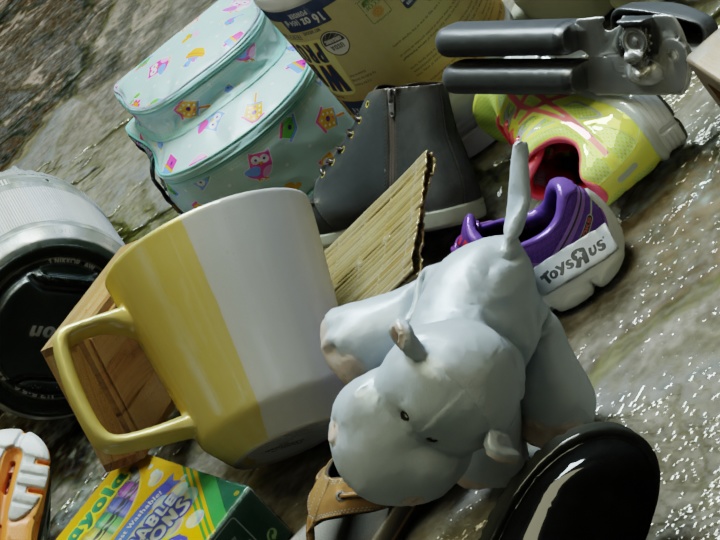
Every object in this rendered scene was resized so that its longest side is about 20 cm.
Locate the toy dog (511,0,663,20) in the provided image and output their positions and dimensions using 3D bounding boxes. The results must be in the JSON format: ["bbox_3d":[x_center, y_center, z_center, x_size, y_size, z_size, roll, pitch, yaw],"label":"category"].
[{"bbox_3d":[0.192,-0.281,1.709,0.194,0.139,0.201,112,-178,-54],"label":"toy dog"}]

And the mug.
[{"bbox_3d":[-0.090,0.055,1.520,0.186,0.154,0.149,-28,-15,15],"label":"mug"}]

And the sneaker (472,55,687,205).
[{"bbox_3d":[0.128,-0.091,1.546,0.090,0.078,0.200,-51,29,-13],"label":"sneaker"}]

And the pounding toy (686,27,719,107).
[{"bbox_3d":[0.265,-0.059,1.197,0.142,0.184,0.200,-41,27,2],"label":"pounding toy"}]

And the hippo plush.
[{"bbox_3d":[0.066,0.070,1.279,0.200,0.159,0.161,-40,13,22],"label":"hippo plush"}]

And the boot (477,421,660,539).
[{"bbox_3d":[0.108,0.185,1.160,0.212,0.079,0.158,-55,21,-2],"label":"boot"}]

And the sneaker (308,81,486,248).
[{"bbox_3d":[0.000,-0.077,1.643,0.199,0.107,0.075,-9,5,37],"label":"sneaker"}]

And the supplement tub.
[{"bbox_3d":[0.026,-0.185,1.681,0.144,0.200,0.145,-32,28,19],"label":"supplement tub"}]

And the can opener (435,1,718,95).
[{"bbox_3d":[0.144,-0.146,1.506,0.199,0.054,0.067,4,24,42],"label":"can opener"}]

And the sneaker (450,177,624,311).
[{"bbox_3d":[0.073,0.009,1.466,0.200,0.083,0.081,-38,27,9],"label":"sneaker"}]

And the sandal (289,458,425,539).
[{"bbox_3d":[0.009,0.132,1.401,0.200,0.055,0.082,-43,27,-1],"label":"sandal"}]

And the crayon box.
[{"bbox_3d":[-0.148,0.192,1.527,0.126,0.052,0.200,-52,28,-18],"label":"crayon box"}]

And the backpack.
[{"bbox_3d":[-0.096,-0.122,1.815,0.175,0.154,0.200,-37,33,-1],"label":"backpack"}]

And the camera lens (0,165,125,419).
[{"bbox_3d":[-0.259,0.016,1.811,0.160,0.160,0.200,-42,27,-1],"label":"camera lens"}]

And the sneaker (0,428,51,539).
[{"bbox_3d":[-0.261,0.217,1.626,0.077,0.078,0.201,96,-172,-61],"label":"sneaker"}]

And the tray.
[{"bbox_3d":[-0.163,0.055,1.634,0.037,0.099,0.200,-21,16,17],"label":"tray"}]

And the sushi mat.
[{"bbox_3d":[0.000,0.000,1.554,0.200,0.012,0.096,-42,32,54],"label":"sushi mat"}]
